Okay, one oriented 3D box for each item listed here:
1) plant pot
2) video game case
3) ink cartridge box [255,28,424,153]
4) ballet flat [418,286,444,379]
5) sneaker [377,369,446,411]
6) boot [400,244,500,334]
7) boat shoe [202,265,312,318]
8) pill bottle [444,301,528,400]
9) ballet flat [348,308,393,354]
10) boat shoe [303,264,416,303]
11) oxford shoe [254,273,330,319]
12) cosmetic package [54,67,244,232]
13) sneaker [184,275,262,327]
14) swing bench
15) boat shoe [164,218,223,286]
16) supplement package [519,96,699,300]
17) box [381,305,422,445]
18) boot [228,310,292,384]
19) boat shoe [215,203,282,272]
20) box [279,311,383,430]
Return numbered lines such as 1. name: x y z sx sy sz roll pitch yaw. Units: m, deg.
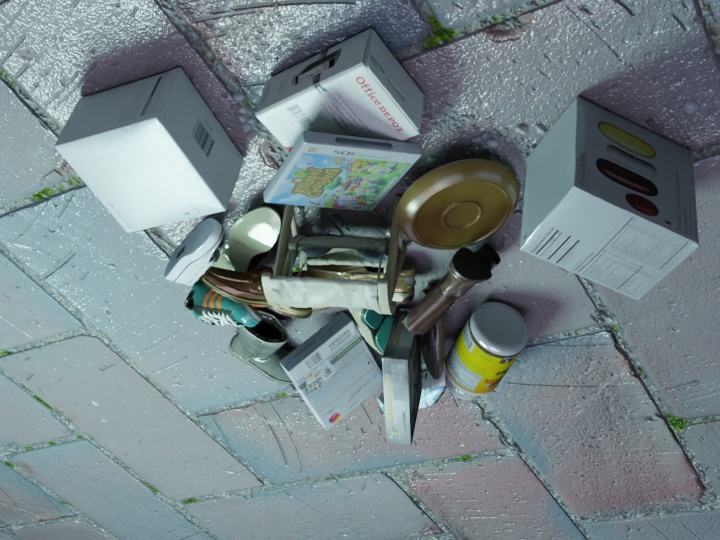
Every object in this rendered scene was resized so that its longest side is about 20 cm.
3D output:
1. plant pot: 0.155 -0.093 1.550 0.198 0.028 0.201 -9 142 -7
2. video game case: -0.030 -0.142 1.477 0.181 0.022 0.200 3 158 -22
3. ink cartridge box: -0.027 -0.238 1.437 0.199 0.083 0.147 -18 133 32
4. ballet flat: 0.138 0.113 1.808 0.046 0.067 0.201 -20 124 -20
5. sneaker: 0.108 0.235 1.969 0.072 0.072 0.200 37 132 -16
6. boot: 0.129 0.045 1.634 0.200 0.186 0.064 -42 77 24
7. boat shoe: -0.170 0.022 1.706 0.199 0.072 0.068 16 105 -13
8. pill bottle: 0.221 0.154 1.811 0.108 0.110 0.200 17 140 -6
9. ballet flat: 0.019 0.091 1.825 0.069 0.070 0.200 -2 150 16
10. boat shoe: 0.000 0.000 1.734 0.198 0.072 0.077 8 114 6
11. oxford shoe: -0.125 0.053 1.824 0.199 0.072 0.073 2 149 25
12. cosmetic package: -0.325 -0.181 1.553 0.199 0.124 0.200 -10 135 26
13. sneaker: -0.248 0.071 1.780 0.200 0.080 0.071 26 164 51
14. swing bench: -0.036 -0.012 1.612 0.197 0.201 0.130 4 140 10
15. boat shoe: -0.281 -0.029 1.767 0.065 0.074 0.200 26 149 -23
16. supplement package: 0.351 -0.102 1.414 0.199 0.192 0.147 22 139 -12
17. box: 0.078 0.192 1.817 0.048 0.159 0.201 3 124 11
18. boot: -0.164 0.145 1.898 0.181 0.073 0.200 22 152 -11
19. boat shoe: -0.187 -0.054 1.714 0.073 0.063 0.202 37 134 -3
20. box: -0.049 0.195 1.911 0.156 0.041 0.201 -38 133 -11
